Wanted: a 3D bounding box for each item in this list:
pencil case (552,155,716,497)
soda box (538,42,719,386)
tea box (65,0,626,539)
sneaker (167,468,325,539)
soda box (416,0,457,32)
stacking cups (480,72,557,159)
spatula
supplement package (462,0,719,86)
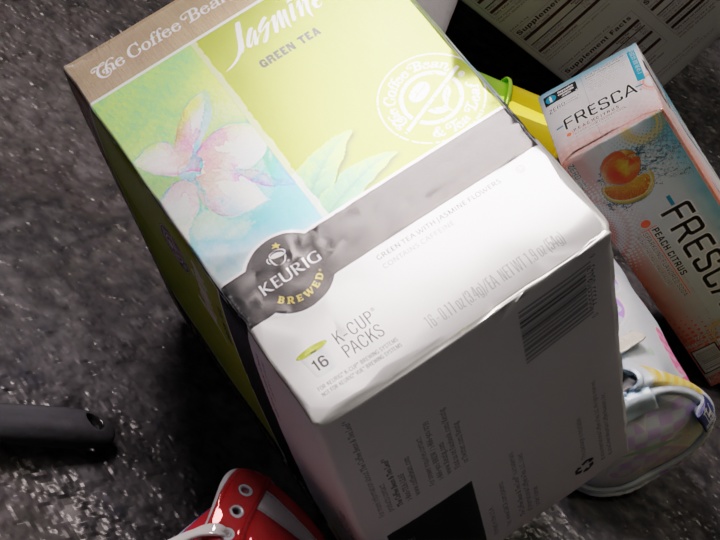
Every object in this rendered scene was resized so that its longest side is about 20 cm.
[{"bbox_3d":[0.106,0.023,0.988,0.091,0.083,0.200,47,12,-48],"label":"pencil case"},{"bbox_3d":[0.176,-0.027,1.049,0.200,0.063,0.069,51,17,-37],"label":"soda box"},{"bbox_3d":[0.000,0.000,0.782,0.133,0.200,0.197,-33,62,-10],"label":"tea box"},{"bbox_3d":[-0.082,0.127,0.701,0.200,0.071,0.113,16,38,-37],"label":"sneaker"},{"bbox_3d":[0.008,-0.186,1.129,0.063,0.070,0.200,19,6,-17],"label":"soda box"},{"bbox_3d":[0.026,-0.110,1.134,0.199,0.061,0.061,20,34,-12],"label":"stacking cups"},{"bbox_3d":[-0.182,0.064,0.750,0.200,0.021,0.057,2,41,-39],"label":"spatula"},{"bbox_3d":[0.135,-0.244,1.269,0.200,0.147,0.192,31,25,-40],"label":"supplement package"}]
